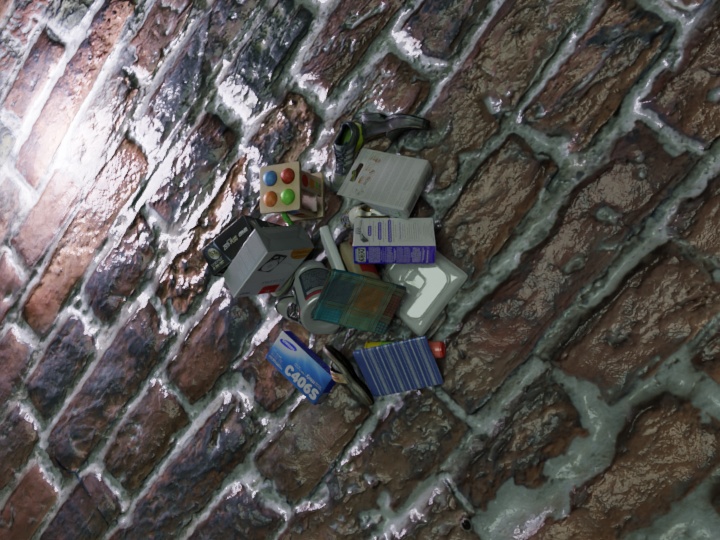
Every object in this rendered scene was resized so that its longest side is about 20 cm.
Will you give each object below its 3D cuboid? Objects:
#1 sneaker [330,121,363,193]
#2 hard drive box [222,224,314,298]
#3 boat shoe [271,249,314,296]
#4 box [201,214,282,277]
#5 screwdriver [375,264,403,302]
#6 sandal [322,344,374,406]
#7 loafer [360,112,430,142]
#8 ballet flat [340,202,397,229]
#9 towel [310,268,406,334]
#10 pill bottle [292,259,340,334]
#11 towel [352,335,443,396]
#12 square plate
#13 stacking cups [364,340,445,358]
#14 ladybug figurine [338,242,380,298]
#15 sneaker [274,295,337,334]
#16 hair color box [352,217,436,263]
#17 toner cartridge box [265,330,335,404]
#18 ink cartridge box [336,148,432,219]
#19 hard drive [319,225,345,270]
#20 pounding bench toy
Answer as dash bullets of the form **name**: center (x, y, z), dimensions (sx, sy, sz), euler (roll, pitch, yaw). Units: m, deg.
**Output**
- **sneaker**: center (-0.049, -0.305, 1.584), dimensions (0.073, 0.081, 0.202), euler (12, 91, 26)
- **hard drive box**: center (-0.239, -0.024, 1.529), dimensions (0.200, 0.155, 0.077), euler (-47, 64, 38)
- **boat shoe**: center (-0.189, -0.002, 1.636), dimensions (0.075, 0.062, 0.200), euler (51, 122, 25)
- **box**: center (-0.301, -0.056, 1.615), dimensions (0.163, 0.200, 0.087), euler (-36, 72, 18)
- **screwdriver**: center (0.067, 0.006, 1.505), dimensions (0.029, 0.028, 0.200), euler (-31, 54, -7)
- **sandal**: center (-0.040, 0.276, 1.535), dimensions (0.055, 0.082, 0.200), euler (-41, 77, 7)
- **loafer**: center (0.089, -0.368, 1.536), dimensions (0.199, 0.073, 0.073), euler (11, 99, 35)
- **ballet flat**: center (0.026, -0.148, 1.543), dimensions (0.199, 0.072, 0.073), euler (-3, 84, 25)
- **towel**: center (-0.004, 0.078, 1.424), dimensions (0.022, 0.198, 0.147), euler (-111, 40, -58)
- **pill bottle**: center (-0.111, 0.059, 1.522), dimensions (0.120, 0.119, 0.200), euler (-47, 32, 15)
- **towel**: center (0.093, 0.238, 1.467), dimensions (0.199, 0.024, 0.146), euler (-15, 113, 22)
- **square plate**: center (0.136, 0.030, 1.498), dimensions (0.200, 0.028, 0.199), euler (41, 103, 22)
- **stacking cups**: center (0.111, 0.197, 1.482), dimensions (0.198, 0.060, 0.061), euler (-9, 82, 22)
- **ladybug figurine**: center (0.000, 0.000, 1.511), dimensions (0.071, 0.136, 0.201), euler (-20, 50, -7)
- **sneaker**: center (-0.152, 0.115, 1.599), dimensions (0.199, 0.079, 0.075), euler (18, 95, 27)
- **hair color box**: center (0.081, -0.073, 1.449), dimensions (0.198, 0.065, 0.110), euler (1, 42, 1)
- **toner cartridge box**: center (-0.160, 0.262, 1.609), dimensions (0.200, 0.043, 0.095), euler (38, 100, 23)
- **ink cartridge box**: center (0.061, -0.224, 1.512), dimensions (0.199, 0.050, 0.162), euler (15, 66, 30)
- **hard drive**: center (-0.057, -0.004, 1.539), dimensions (0.026, 0.132, 0.201), euler (-21, 76, -6)
- **pounding bench toy**: center (-0.186, -0.173, 1.596), dimensions (0.123, 0.156, 0.202), euler (-4, 84, 24)
